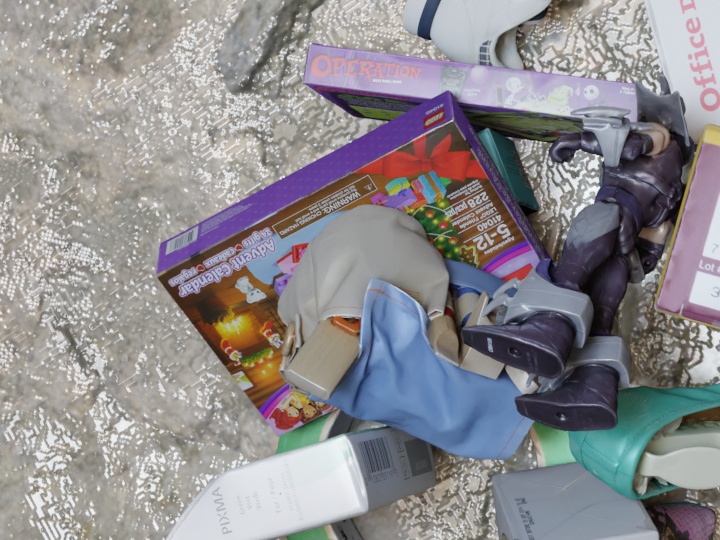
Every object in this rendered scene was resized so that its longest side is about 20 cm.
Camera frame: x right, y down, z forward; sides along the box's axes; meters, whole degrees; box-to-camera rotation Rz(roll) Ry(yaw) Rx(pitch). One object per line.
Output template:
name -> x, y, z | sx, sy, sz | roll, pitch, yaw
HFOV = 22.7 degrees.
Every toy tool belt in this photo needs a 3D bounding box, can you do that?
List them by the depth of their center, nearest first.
toy tool belt -> 0.052, 0.054, 0.986 | 0.199, 0.123, 0.125 | 18, 121, -13

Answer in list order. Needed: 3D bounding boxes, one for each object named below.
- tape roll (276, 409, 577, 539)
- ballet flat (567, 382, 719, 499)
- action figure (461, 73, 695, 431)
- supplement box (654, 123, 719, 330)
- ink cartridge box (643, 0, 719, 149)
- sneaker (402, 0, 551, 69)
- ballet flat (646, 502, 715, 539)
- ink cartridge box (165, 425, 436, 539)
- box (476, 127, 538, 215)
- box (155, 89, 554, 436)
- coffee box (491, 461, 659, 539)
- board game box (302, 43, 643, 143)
tape roll -> 0.047, 0.128, 1.115 | 0.199, 0.048, 0.202 | 0, 89, 16
ballet flat -> 0.213, 0.096, 1.010 | 0.070, 0.199, 0.068 | -128, 39, -49
action figure -> 0.127, -0.018, 0.937 | 0.069, 0.131, 0.201 | 6, 50, 31
supplement box -> 0.242, -0.009, 0.984 | 0.130, 0.200, 0.104 | 16, 94, 15
ink cartridge box -> 0.268, -0.166, 1.040 | 0.199, 0.086, 0.149 | -15, 86, 16
sneaker -> 0.098, -0.205, 1.069 | 0.080, 0.076, 0.201 | 36, 132, 14
ballet flat -> 0.209, 0.236, 1.065 | 0.071, 0.069, 0.202 | -11, 86, -5
ink cartridge box -> -0.069, 0.136, 1.040 | 0.199, 0.161, 0.051 | -15, 85, 15
box -> 0.006, -0.024, 1.112 | 0.199, 0.082, 0.049 | -23, 82, 14
box -> 0.000, 0.000, 1.048 | 0.199, 0.039, 0.137 | -27, 119, 15
coffee box -> 0.129, 0.224, 1.023 | 0.079, 0.113, 0.202 | -8, 106, -2
board game box -> 0.076, -0.101, 1.074 | 0.198, 0.120, 0.033 | 9, 92, 15
